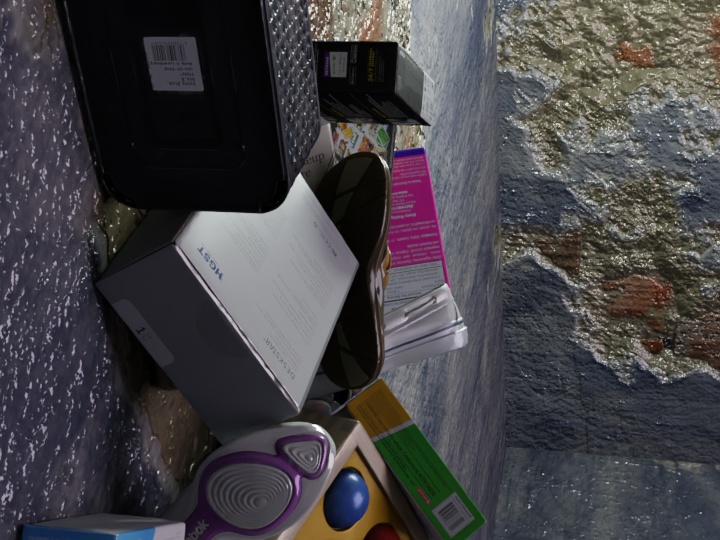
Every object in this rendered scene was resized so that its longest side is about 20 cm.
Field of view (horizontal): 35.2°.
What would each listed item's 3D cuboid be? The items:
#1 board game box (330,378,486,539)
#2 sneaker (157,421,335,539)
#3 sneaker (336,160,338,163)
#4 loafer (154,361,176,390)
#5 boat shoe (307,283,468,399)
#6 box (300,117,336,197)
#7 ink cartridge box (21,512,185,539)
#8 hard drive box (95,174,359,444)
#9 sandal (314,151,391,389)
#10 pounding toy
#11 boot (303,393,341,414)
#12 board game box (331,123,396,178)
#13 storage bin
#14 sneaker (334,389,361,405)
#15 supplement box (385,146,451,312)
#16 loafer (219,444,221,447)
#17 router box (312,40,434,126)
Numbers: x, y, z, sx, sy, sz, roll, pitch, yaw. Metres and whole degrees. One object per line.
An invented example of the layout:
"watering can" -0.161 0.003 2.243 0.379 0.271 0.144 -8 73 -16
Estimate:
"board game box" 0.035 0.180 1.052 0.154 0.040 0.200 54 -11 4
"sneaker" -0.100 0.171 0.828 0.075 0.199 0.100 51 10 -1
"sneaker" -0.060 -0.023 1.112 0.076 0.076 0.202 -51 143 -71
"loafer" -0.110 0.059 0.933 0.200 0.067 0.077 -10 103 -77
"boat shoe" 0.000 0.065 1.038 0.073 0.198 0.067 -15 -88 70
"box" -0.060 -0.040 1.033 0.068 0.081 0.202 40 -35 55
"ink cartridge box" -0.170 0.262 0.720 0.115 0.067 0.202 34 60 -74
"hard drive box" -0.090 0.001 0.860 0.157 0.076 0.201 56 28 -20
"sandal" 0.000 0.000 0.984 0.054 0.081 0.202 -3 89 -62
"pounding toy" -0.036 0.256 0.941 0.200 0.141 0.185 -52 128 -32
"boot" -0.064 0.191 1.172 0.200 0.067 0.132 51 46 -70
"board game box" -0.014 -0.100 1.262 0.023 0.104 0.202 -14 -112 61
"storage bin" -0.108 -0.148 0.747 0.094 0.134 0.202 -68 157 -54
"sneaker" -0.028 0.097 1.291 0.201 0.070 0.076 77 22 -48
"supplement box" 0.038 -0.031 1.336 0.101 0.102 0.202 128 -46 -79
"loafer" -0.102 0.202 1.007 0.063 0.071 0.202 42 53 -65
"router box" -0.016 -0.181 1.114 0.200 0.147 0.052 7 87 -77
